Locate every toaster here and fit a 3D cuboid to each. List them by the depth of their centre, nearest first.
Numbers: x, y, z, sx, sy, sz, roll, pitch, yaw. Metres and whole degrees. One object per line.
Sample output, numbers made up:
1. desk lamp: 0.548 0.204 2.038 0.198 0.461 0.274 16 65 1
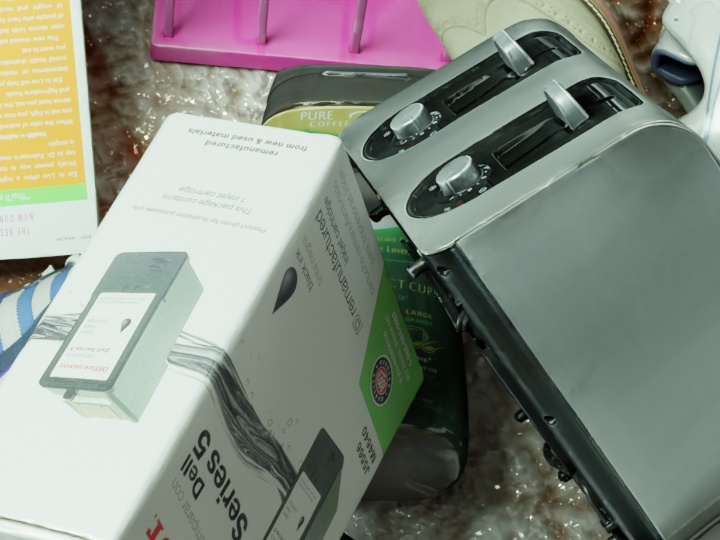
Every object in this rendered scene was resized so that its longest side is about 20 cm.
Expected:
1. toaster: 0.097 0.009 1.046 0.118 0.181 0.200 -35 111 2

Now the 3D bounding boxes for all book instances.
1. book: -0.191 -0.104 1.173 0.133 0.048 0.201 -4 97 -7

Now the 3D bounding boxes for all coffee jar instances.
1. coffee jar: 0.000 0.000 1.173 0.104 0.085 0.201 2 60 2

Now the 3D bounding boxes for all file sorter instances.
1. file sorter: 0.004 -0.185 1.261 0.199 0.126 0.140 5 59 -4

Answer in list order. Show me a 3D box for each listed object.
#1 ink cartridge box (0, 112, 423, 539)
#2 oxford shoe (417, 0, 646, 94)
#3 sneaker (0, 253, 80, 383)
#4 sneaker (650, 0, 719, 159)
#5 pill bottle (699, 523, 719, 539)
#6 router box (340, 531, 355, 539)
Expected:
1. ink cartridge box: -0.064 0.063 0.988 0.084 0.146 0.200 10 52 26
2. oxford shoe: 0.090 -0.075 1.186 0.200 0.071 0.074 46 38 -13
3. sneaker: -0.139 0.020 1.122 0.200 0.081 0.146 -43 39 -18
4. sneaker: 0.187 -0.131 1.283 0.087 0.075 0.201 2 58 1
5. pill bottle: 0.199 0.075 1.134 0.115 0.116 0.200 28 61 10
6. router box: -0.113 0.154 1.063 0.149 0.051 0.200 30 58 36
